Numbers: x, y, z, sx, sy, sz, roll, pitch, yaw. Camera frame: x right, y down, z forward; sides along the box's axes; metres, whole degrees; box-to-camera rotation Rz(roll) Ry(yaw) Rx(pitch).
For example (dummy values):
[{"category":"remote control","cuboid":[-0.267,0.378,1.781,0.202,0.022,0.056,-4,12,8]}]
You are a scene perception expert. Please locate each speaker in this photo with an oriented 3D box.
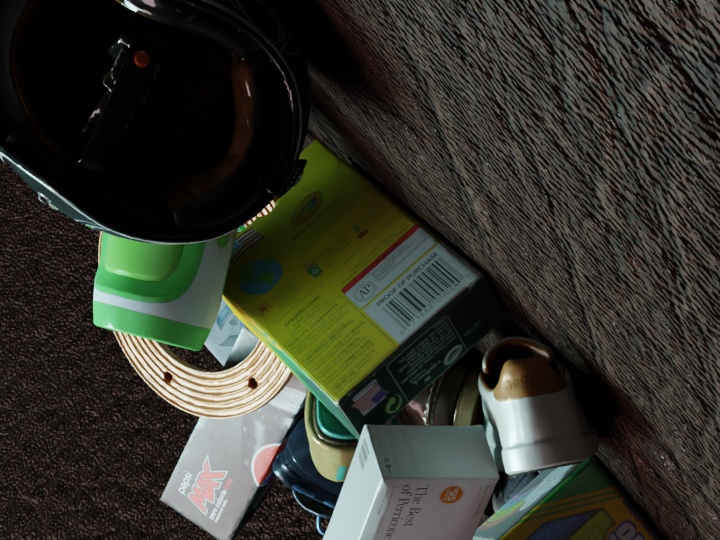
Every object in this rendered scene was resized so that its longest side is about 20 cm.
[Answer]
[{"category":"speaker","cuboid":[-0.116,-0.054,1.436,0.088,0.202,0.088,14,178,1]}]

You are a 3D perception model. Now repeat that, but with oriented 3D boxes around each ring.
[{"category":"ring","cuboid":[-0.111,0.007,1.579,0.200,0.201,0.019,46,-145,22]}]

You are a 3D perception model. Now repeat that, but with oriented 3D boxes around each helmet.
[{"category":"helmet","cuboid":[-0.129,-0.113,1.305,0.200,0.200,0.191,53,179,-26]}]

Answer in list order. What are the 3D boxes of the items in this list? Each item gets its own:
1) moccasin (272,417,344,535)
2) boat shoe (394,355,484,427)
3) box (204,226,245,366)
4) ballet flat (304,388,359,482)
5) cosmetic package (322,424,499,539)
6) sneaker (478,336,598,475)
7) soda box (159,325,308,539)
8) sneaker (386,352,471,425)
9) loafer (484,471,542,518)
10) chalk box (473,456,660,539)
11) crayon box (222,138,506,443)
[{"category":"moccasin","cuboid":[-0.026,0.148,1.648,0.081,0.068,0.200,54,180,26]},{"category":"boat shoe","cuboid":[0.064,0.092,1.504,0.070,0.071,0.200,12,167,15]},{"category":"box","cuboid":[-0.073,0.021,1.778,0.177,0.097,0.200,49,-173,-7]},{"category":"ballet flat","cuboid":[-0.011,0.054,1.494,0.068,0.201,0.063,8,141,2]},{"category":"cosmetic package","cuboid":[0.021,0.185,1.431,0.051,0.082,0.201,-110,28,-43]},{"category":"sneaker","cuboid":[0.112,0.084,1.401,0.200,0.072,0.085,89,169,-85]},{"category":"soda box","cuboid":[-0.081,0.112,1.657,0.070,0.063,0.201,33,129,7]},{"category":"sneaker","cuboid":[0.052,0.134,1.659,0.078,0.079,0.201,-87,-8,-52]},{"category":"loafer","cuboid":[0.111,0.167,1.718,0.072,0.063,0.200,50,172,-3]},{"category":"chalk box","cuboid":[0.116,0.241,1.545,0.124,0.200,0.124,49,172,0]},{"category":"crayon box","cuboid":[-0.013,0.009,1.448,0.200,0.127,0.051,43,170,43]}]
